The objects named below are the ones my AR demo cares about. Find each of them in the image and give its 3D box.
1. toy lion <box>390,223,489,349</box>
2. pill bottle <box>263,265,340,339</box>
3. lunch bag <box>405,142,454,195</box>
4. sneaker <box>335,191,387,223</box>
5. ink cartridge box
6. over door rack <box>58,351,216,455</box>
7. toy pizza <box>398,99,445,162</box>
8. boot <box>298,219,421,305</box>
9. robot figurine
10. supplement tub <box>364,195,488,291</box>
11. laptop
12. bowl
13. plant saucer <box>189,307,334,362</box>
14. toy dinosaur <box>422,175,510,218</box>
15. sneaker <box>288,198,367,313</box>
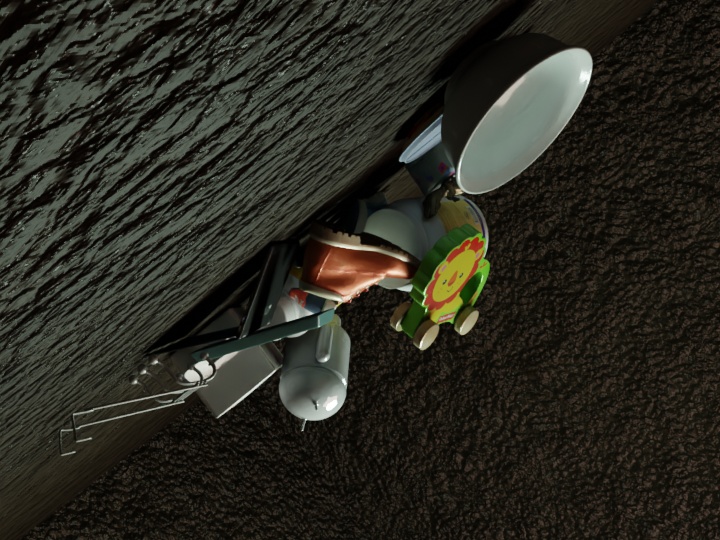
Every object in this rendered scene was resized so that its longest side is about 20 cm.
[{"bbox_3d":[0.138,0.016,1.328,0.199,0.068,0.194,-11,132,-53],"label":"toy lion"},{"bbox_3d":[-0.096,0.036,1.415,0.109,0.110,0.200,-40,178,37],"label":"pill bottle"},{"bbox_3d":[0.172,-0.214,1.388,0.199,0.077,0.160,-39,177,-26],"label":"lunch bag"},{"bbox_3d":[0.016,-0.070,1.461,0.078,0.090,0.200,-40,177,30],"label":"sneaker"},{"bbox_3d":[-0.216,0.148,1.445,0.128,0.126,0.200,-39,179,0],"label":"ink cartridge box"},{"bbox_3d":[-0.300,0.165,1.147,0.198,0.067,0.148,-23,173,-30],"label":"over door rack"},{"bbox_3d":[0.122,-0.212,1.129,0.199,0.032,0.200,-39,178,-2],"label":"toy pizza"},{"bbox_3d":[0.000,0.000,1.254,0.075,0.197,0.109,30,-75,56],"label":"boot"},{"bbox_3d":[-0.075,0.162,1.456,0.171,0.111,0.202,105,-8,-49],"label":"robot figurine"},{"bbox_3d":[0.103,-0.046,1.417,0.145,0.147,0.198,-40,163,35],"label":"supplement tub"},{"bbox_3d":[-0.184,0.035,1.206,0.187,0.114,0.203,-29,141,-83],"label":"laptop"},{"bbox_3d":[0.157,-0.191,0.981,0.200,0.091,0.202,-34,155,-18],"label":"bowl"},{"bbox_3d":[-0.131,0.089,1.185,0.197,0.019,0.070,-18,-179,17],"label":"plant saucer"},{"bbox_3d":[0.176,-0.141,1.344,0.198,0.048,0.088,-29,-170,-33],"label":"toy dinosaur"},{"bbox_3d":[-0.051,-0.032,1.312,0.075,0.083,0.203,122,-12,-60],"label":"sneaker"}]
